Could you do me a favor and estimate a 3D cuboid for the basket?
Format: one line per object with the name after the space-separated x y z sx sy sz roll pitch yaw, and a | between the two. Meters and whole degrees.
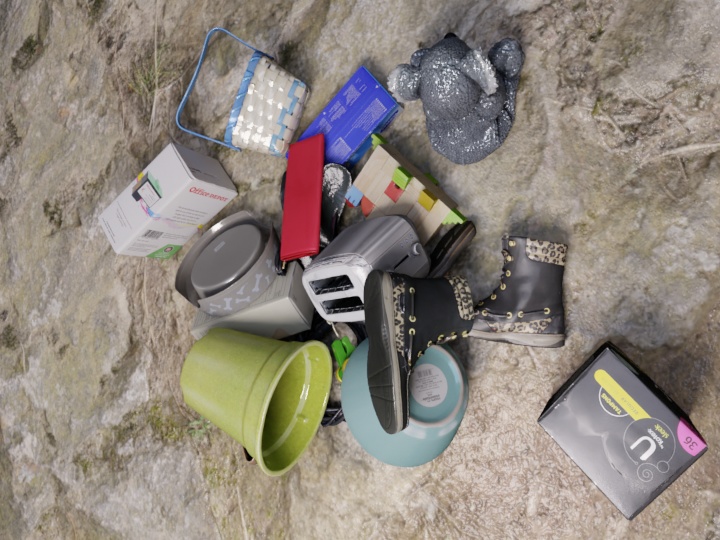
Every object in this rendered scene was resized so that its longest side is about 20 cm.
-0.195 -0.285 1.079 0.196 0.139 0.180 25 97 -6 | basket

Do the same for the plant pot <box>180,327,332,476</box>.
-0.168 0.178 0.979 0.180 0.199 0.206 17 93 23 | plant pot

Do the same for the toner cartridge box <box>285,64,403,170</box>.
-0.028 -0.229 1.069 0.200 0.043 0.095 -45 73 14 | toner cartridge box

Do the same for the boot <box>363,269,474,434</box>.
0.084 0.101 0.846 0.073 0.150 0.210 -20 74 61 | boot

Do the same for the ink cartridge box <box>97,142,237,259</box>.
-0.338 -0.117 1.136 0.199 0.144 0.085 -39 74 16 | ink cartridge box

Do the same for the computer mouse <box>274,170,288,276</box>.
-0.115 -0.083 1.062 0.033 0.059 0.206 -2 64 10 | computer mouse

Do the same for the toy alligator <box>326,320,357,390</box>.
-0.010 0.145 0.989 0.053 0.059 0.206 -10 74 -19 | toy alligator

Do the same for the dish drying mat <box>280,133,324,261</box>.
-0.091 -0.118 1.026 0.075 0.018 0.206 -12 66 34 | dish drying mat

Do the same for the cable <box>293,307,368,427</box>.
-0.048 0.155 1.053 0.159 0.051 0.206 18 95 22 | cable

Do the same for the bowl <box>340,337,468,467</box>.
0.076 0.170 0.916 0.195 0.105 0.207 6 69 -15 | bowl

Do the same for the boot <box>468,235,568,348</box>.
0.208 0.026 0.942 0.194 0.073 0.156 8 91 19 | boot

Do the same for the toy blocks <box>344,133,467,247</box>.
0.054 -0.096 1.010 0.199 0.100 0.138 43 115 9 | toy blocks

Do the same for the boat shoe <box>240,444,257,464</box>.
-0.181 0.226 1.092 0.070 0.072 0.206 -15 82 21 | boat shoe

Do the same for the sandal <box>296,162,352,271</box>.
-0.065 -0.075 1.050 0.073 0.048 0.206 14 108 4 | sandal

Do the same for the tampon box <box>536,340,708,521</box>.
0.328 0.190 0.816 0.150 0.199 0.127 45 103 17 | tampon box

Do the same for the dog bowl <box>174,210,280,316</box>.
-0.216 -0.010 1.075 0.195 0.059 0.203 -21 39 18 | dog bowl

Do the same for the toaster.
0.000 0.000 0.959 0.197 0.129 0.116 -9 115 48 | toaster

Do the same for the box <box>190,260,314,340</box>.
-0.178 0.068 1.077 0.195 0.079 0.096 -18 36 21 | box

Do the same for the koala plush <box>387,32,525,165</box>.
0.139 -0.260 0.917 0.172 0.199 0.190 1 88 21 | koala plush

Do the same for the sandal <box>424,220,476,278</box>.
0.115 0.011 0.992 0.054 0.082 0.201 40 93 -17 | sandal
